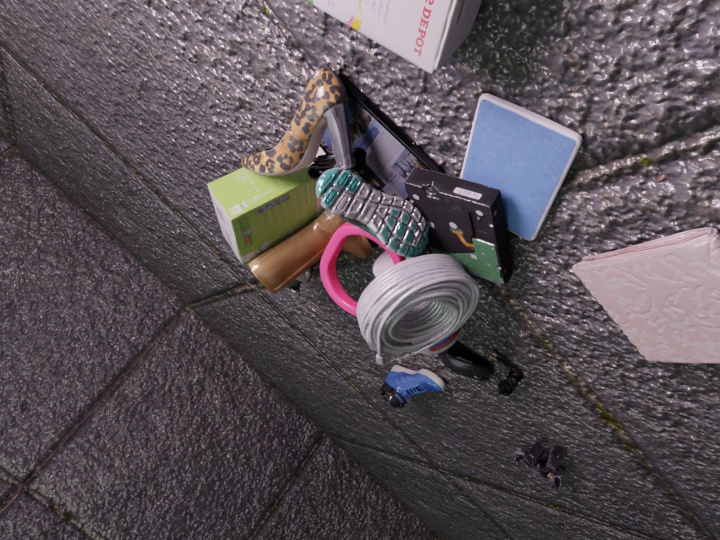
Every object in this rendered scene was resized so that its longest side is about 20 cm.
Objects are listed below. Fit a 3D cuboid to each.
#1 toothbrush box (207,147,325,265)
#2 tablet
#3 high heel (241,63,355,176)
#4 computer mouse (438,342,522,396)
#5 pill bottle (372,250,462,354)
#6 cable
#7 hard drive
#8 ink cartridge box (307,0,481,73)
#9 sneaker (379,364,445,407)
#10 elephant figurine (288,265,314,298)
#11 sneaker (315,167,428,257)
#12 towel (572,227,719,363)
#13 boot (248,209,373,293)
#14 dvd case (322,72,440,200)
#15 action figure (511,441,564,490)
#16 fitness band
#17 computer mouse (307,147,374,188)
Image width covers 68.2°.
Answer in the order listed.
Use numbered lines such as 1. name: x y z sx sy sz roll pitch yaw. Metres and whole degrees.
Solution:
1. toothbrush box: -0.145 -0.119 0.919 0.086 0.199 0.146 53 161 22
2. tablet: 0.193 -0.126 0.687 0.129 0.014 0.201 31 153 17
3. high heel: -0.103 -0.216 0.778 0.198 0.071 0.144 0 111 26
4. computer mouse: 0.242 0.201 1.123 0.199 0.046 0.141 34 156 12
5. pill bottle: 0.104 0.053 0.988 0.112 0.113 0.201 9 142 46
6. cable: 0.091 0.058 0.851 0.201 0.198 0.070 68 179 -53
7. hard drive: 0.152 -0.061 0.795 0.139 0.038 0.201 23 156 33
8. ink cartridge box: 0.025 -0.309 0.508 0.199 0.088 0.146 36 155 11
9. sneaker: 0.128 0.314 1.387 0.199 0.112 0.077 1 136 52
10. elephant figurine: -0.129 -0.040 1.149 0.199 0.143 0.154 -16 153 42
11. sneaker: 0.016 -0.090 0.797 0.199 0.078 0.091 33 180 -21
12. towel: 0.398 0.042 0.667 0.200 0.032 0.191 46 155 -14
13. boot: -0.087 -0.027 0.990 0.066 0.199 0.175 51 179 39
14. dvd case: 0.017 -0.189 0.814 0.200 0.018 0.143 43 154 -5
15. action figure: 0.433 0.469 1.287 0.129 0.070 0.201 21 153 23
16. fitness band: 0.000 0.000 0.909 0.143 0.037 0.201 40 139 7
17. computer mouse: -0.002 -0.112 0.867 0.109 0.044 0.200 -5 142 30
